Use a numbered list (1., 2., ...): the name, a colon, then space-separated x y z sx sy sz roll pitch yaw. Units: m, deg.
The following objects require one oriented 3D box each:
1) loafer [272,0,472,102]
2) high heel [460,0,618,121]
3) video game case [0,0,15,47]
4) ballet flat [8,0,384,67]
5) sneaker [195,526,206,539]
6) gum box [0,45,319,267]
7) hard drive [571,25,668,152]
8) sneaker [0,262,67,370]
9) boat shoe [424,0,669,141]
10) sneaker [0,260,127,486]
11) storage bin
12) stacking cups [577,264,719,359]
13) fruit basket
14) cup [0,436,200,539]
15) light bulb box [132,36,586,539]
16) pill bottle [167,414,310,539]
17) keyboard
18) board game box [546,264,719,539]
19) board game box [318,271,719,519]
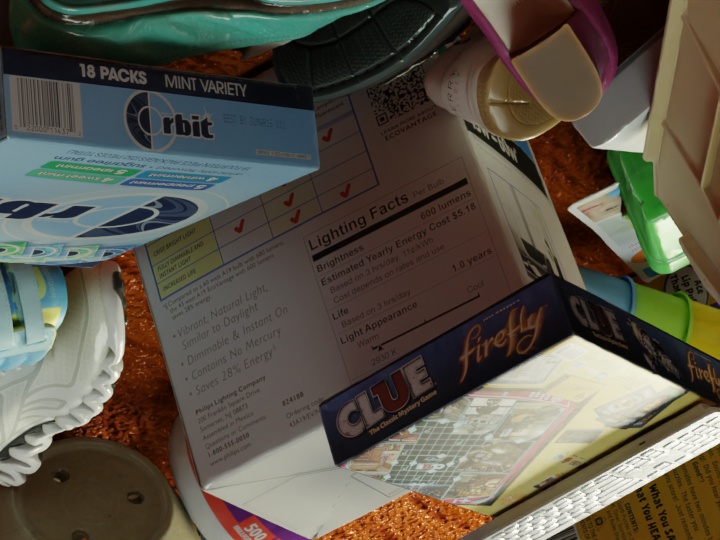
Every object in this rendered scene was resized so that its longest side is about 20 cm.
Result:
1. loafer: 0.044 -0.143 1.146 0.200 0.072 0.063 -38 151 29
2. high heel: 0.058 -0.162 1.066 0.067 0.201 0.096 -33 -170 13
3. video game case: -0.220 -0.095 1.125 0.199 0.022 0.183 -19 151 2
4. ballet flat: -0.072 -0.127 1.098 0.199 0.068 0.070 -12 154 -26
5. sneaker: -0.020 0.136 1.594 0.199 0.075 0.087 -28 156 18
6. gum box: -0.146 -0.048 1.117 0.169 0.045 0.199 4 165 -39
7. hard drive: 0.185 -0.109 1.196 0.132 0.027 0.200 -41 169 16
8. sneaker: -0.221 0.012 1.239 0.130 0.080 0.200 -16 170 -6
9. boat shoe: 0.112 -0.132 1.182 0.199 0.069 0.071 -31 122 -32
10. sneaker: -0.198 0.060 1.363 0.081 0.076 0.200 14 139 -30
11. storage bin: 0.242 -0.092 1.083 0.199 0.094 0.199 -24 153 -12
12. stacking cups: 0.140 0.023 1.439 0.199 0.061 0.061 19 139 -21
13. fruit basket: 0.229 -0.047 1.392 0.184 0.094 0.200 -25 154 12
14. cup: -0.178 0.188 1.486 0.199 0.201 0.144 -5 137 -23
15. light bulb box: 0.000 0.000 1.229 0.197 0.201 0.125 -27 152 16
16. pill bottle: -0.015 0.097 1.480 0.199 0.113 0.112 -29 149 21
17. keyboard: 0.110 0.119 1.212 0.199 0.011 0.056 -32 151 24
18. board game box: 0.206 0.138 1.586 0.199 0.201 0.200 -24 151 12
19. board game box: 0.088 0.069 1.154 0.135 0.035 0.200 -31 152 21
